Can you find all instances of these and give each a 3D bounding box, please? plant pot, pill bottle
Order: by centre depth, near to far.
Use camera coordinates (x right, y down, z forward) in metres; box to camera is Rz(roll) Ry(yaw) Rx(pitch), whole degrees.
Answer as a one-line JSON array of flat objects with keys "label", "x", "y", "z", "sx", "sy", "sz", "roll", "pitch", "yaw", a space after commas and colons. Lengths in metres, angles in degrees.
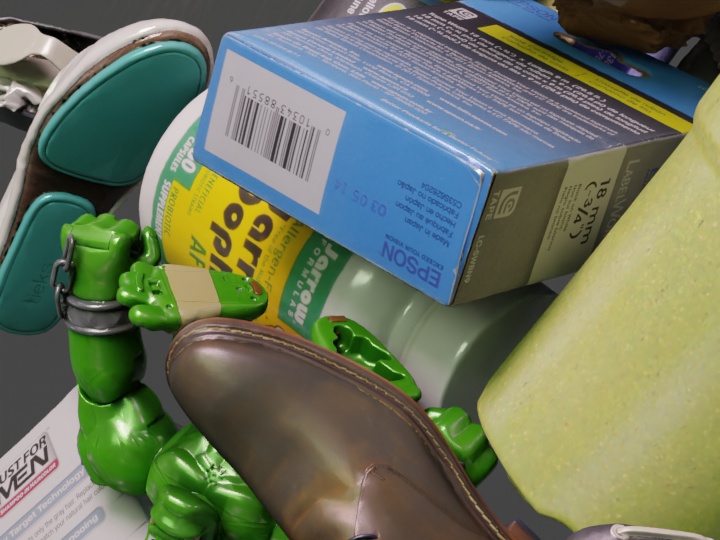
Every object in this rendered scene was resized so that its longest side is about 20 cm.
[{"label": "plant pot", "x": 0.152, "y": 0.036, "z": 0.991, "sx": 0.184, "sy": 0.200, "sz": 0.201, "roll": -44, "pitch": 51, "yaw": 14}, {"label": "pill bottle", "x": 0.000, "y": 0.000, "z": 1.126, "sx": 0.113, "sy": 0.113, "sz": 0.200, "roll": -49, "pitch": 53, "yaw": -5}]

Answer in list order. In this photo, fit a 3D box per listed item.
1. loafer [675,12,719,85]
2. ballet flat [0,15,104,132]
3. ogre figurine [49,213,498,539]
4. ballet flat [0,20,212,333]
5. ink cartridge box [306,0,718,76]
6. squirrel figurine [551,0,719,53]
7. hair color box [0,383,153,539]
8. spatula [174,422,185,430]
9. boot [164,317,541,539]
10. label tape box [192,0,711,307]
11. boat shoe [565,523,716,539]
[{"label": "loafer", "x": 0.213, "y": -0.120, "z": 1.106, "sx": 0.200, "sy": 0.063, "sz": 0.072, "roll": -31, "pitch": 61, "yaw": 8}, {"label": "ballet flat", "x": -0.133, "y": -0.091, "z": 1.279, "sx": 0.199, "sy": 0.073, "sz": 0.073, "roll": 17, "pitch": 72, "yaw": 34}, {"label": "ogre figurine", "x": -0.046, "y": 0.068, "z": 1.054, "sx": 0.199, "sy": 0.120, "sz": 0.098, "roll": 17, "pitch": 33, "yaw": 0}, {"label": "ballet flat", "x": -0.136, "y": -0.057, "z": 1.212, "sx": 0.200, "sy": 0.069, "sz": 0.070, "roll": -57, "pitch": 44, "yaw": 33}, {"label": "ink cartridge box", "x": 0.084, "y": -0.125, "z": 1.198, "sx": 0.200, "sy": 0.047, "sz": 0.198, "roll": 29, "pitch": 78, "yaw": 39}, {"label": "squirrel figurine", "x": 0.130, "y": -0.199, "z": 1.068, "sx": 0.141, "sy": 0.200, "sz": 0.187, "roll": 15, "pitch": 76, "yaw": 25}, {"label": "hair color box", "x": -0.106, "y": 0.158, "z": 1.117, "sx": 0.099, "sy": 0.061, "sz": 0.200, "roll": -42, "pitch": 52, "yaw": 15}, {"label": "spatula", "x": -0.042, "y": 0.103, "z": 1.148, "sx": 0.200, "sy": 0.021, "sz": 0.057, "roll": 25, "pitch": 78, "yaw": 37}, {"label": "boot", "x": -0.001, "y": 0.101, "z": 0.949, "sx": 0.075, "sy": 0.200, "sz": 0.097, "roll": -50, "pitch": 3, "yaw": 27}, {"label": "label tape box", "x": 0.051, "y": -0.056, "z": 1.062, "sx": 0.144, "sy": 0.200, "sz": 0.064, "roll": 30, "pitch": 117, "yaw": 31}, {"label": "boat shoe", "x": 0.162, "y": 0.141, "z": 0.933, "sx": 0.060, "sy": 0.199, "sz": 0.074, "roll": -98, "pitch": 25, "yaw": -51}]
